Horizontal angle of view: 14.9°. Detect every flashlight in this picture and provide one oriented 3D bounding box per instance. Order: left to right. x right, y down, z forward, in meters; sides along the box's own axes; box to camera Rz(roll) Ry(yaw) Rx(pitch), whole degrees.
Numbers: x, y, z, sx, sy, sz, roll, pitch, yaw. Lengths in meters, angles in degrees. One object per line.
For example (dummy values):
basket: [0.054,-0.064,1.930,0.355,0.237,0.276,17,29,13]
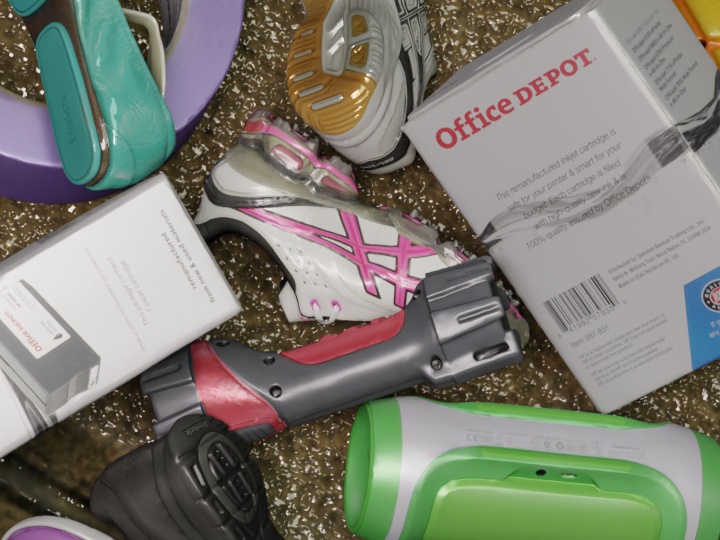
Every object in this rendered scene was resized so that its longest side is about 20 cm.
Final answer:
flashlight: [-0.017,0.045,1.474,0.199,0.068,0.068,-21,107,7]

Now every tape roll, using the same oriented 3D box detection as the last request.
tape roll: [-0.167,-0.143,1.508,0.198,0.085,0.202,3,77,-12]

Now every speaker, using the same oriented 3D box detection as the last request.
speaker: [0.095,0.118,1.506,0.198,0.088,0.089,7,76,-11]

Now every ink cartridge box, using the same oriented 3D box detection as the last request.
ink cartridge box: [-0.172,0.037,1.419,0.199,0.145,0.085,-31,95,-8]
ink cartridge box: [0.142,-0.045,1.497,0.201,0.145,0.084,55,38,-8]

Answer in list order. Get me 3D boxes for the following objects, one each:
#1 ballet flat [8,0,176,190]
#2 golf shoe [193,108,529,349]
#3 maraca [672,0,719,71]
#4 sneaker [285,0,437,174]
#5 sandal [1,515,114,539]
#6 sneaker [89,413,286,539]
ballet flat: [-0.145,-0.139,1.443,0.070,0.067,0.201,-12,80,-39]
golf shoe: [0.000,0.000,1.525,0.199,0.073,0.092,34,87,3]
maraca: [0.207,-0.130,1.568,0.137,0.107,0.201,32,81,12]
sneaker: [0.005,-0.144,1.560,0.075,0.088,0.201,-10,54,29]
sandal: [-0.116,0.210,1.438,0.203,0.082,0.050,46,34,-1]
sneaker: [-0.071,0.172,1.469,0.201,0.090,0.076,61,28,-12]
